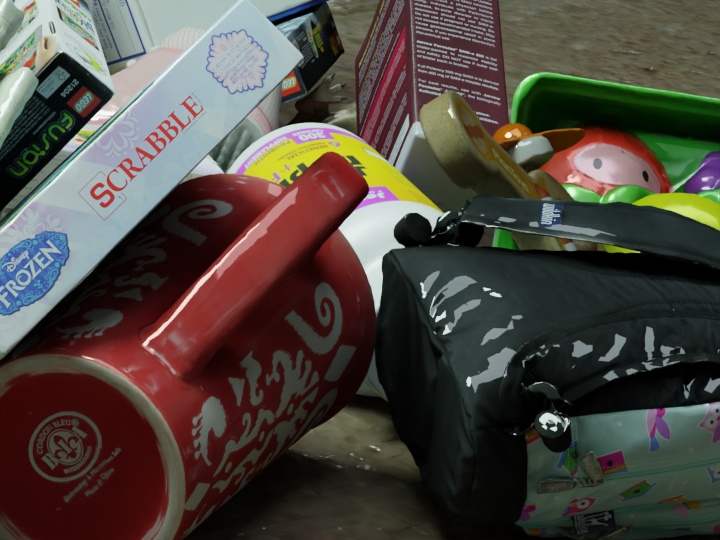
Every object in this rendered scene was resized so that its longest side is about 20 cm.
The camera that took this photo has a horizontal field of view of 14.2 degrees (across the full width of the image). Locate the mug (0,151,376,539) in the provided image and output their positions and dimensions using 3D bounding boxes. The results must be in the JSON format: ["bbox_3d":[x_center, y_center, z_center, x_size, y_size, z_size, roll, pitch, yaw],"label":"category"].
[{"bbox_3d":[-0.086,0.031,1.293,0.133,0.178,0.200,17,25,16],"label":"mug"}]

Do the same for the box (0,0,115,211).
[{"bbox_3d":[-0.198,-0.043,1.322,0.035,0.200,0.110,40,13,-26],"label":"box"}]

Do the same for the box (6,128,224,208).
[{"bbox_3d":[-0.166,-0.054,1.515,0.200,0.041,0.039,8,22,-32],"label":"box"}]

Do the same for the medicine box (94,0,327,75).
[{"bbox_3d":[-0.125,-0.190,1.838,0.182,0.103,0.200,-24,9,-33],"label":"medicine box"}]

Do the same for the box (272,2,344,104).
[{"bbox_3d":[-0.089,-0.116,1.774,0.137,0.040,0.200,-18,9,10],"label":"box"}]

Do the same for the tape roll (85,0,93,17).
[{"bbox_3d":[-0.259,-0.150,1.684,0.202,0.203,0.071,10,19,8],"label":"tape roll"}]

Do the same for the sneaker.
[{"bbox_3d":[-0.134,-0.080,1.641,0.200,0.075,0.105,-10,32,19],"label":"sneaker"}]

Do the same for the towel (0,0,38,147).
[{"bbox_3d":[-0.225,-0.016,1.267,0.035,0.200,0.192,36,-32,-26],"label":"towel"}]

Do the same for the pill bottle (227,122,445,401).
[{"bbox_3d":[0.000,0.000,1.503,0.104,0.104,0.200,-1,21,-22],"label":"pill bottle"}]

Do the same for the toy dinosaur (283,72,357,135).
[{"bbox_3d":[-0.025,-0.087,1.818,0.200,0.058,0.101,-17,-2,-25],"label":"toy dinosaur"}]

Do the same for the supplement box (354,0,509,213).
[{"bbox_3d":[0.040,-0.097,1.682,0.061,0.109,0.200,12,41,-12],"label":"supplement box"}]

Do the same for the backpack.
[{"bbox_3d":[0.117,0.052,1.359,0.200,0.127,0.167,-2,42,-19],"label":"backpack"}]

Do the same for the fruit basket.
[{"bbox_3d":[0.174,-0.021,1.593,0.215,0.156,0.216,8,2,0],"label":"fruit basket"}]

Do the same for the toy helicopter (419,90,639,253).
[{"bbox_3d":[0.083,-0.037,1.446,0.079,0.200,0.132,-26,53,17],"label":"toy helicopter"}]

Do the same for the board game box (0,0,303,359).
[{"bbox_3d":[-0.136,-0.018,1.297,0.200,0.041,0.200,-47,7,-28],"label":"board game box"}]
